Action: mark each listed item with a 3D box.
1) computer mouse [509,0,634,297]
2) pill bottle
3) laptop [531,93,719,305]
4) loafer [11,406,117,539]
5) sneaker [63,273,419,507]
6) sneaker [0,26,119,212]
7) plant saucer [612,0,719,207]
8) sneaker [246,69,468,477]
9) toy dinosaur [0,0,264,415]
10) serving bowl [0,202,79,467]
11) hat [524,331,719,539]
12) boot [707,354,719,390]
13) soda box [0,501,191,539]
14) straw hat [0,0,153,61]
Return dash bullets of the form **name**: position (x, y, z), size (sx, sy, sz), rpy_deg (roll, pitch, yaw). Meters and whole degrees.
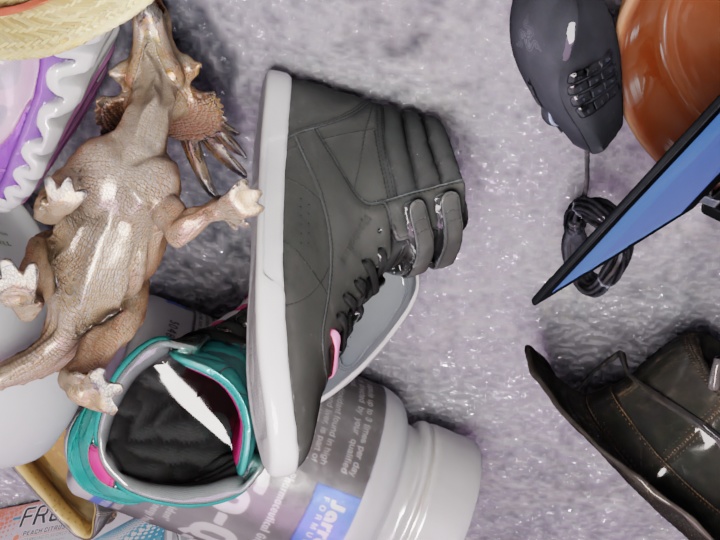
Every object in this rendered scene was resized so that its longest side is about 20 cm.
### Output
- **computer mouse**: position (0.091, -0.054, 0.966), size (0.059, 0.034, 0.200), rpy_deg (39, 155, 38)
- **pill bottle**: position (-0.044, 0.100, 1.143), size (0.200, 0.114, 0.114), rpy_deg (22, 140, -10)
- **laptop**: position (0.204, -0.030, 0.882), size (0.200, 0.103, 0.177), rpy_deg (25, 140, -13)
- **loafer**: position (-0.185, 0.067, 1.177), size (0.073, 0.072, 0.200), rpy_deg (-17, 131, 33)
- **sneaker**: position (-0.052, 0.046, 1.019), size (0.200, 0.121, 0.084), rpy_deg (-35, 97, -5)
- **sneaker**: position (-0.154, -0.113, 0.963), size (0.088, 0.081, 0.200), rpy_deg (23, 134, -3)
- **plant saucer**: position (0.207, -0.092, 0.914), size (0.200, 0.032, 0.201), rpy_deg (9, 140, 7)
- **sneaker**: position (0.000, 0.000, 0.960), size (0.099, 0.201, 0.071), rpy_deg (5, 148, -6)
- **toy dinosaur**: position (-0.111, -0.016, 0.958), size (0.086, 0.136, 0.200), rpy_deg (31, 100, -11)
- **serving bowl**: position (-0.200, -0.005, 1.021), size (0.200, 0.200, 0.066), rpy_deg (36, 112, -24)
- **hat**: position (0.167, 0.079, 1.065), size (0.201, 0.201, 0.081), rpy_deg (40, 95, -28)
- **boot**: position (0.257, 0.060, 0.970), size (0.199, 0.174, 0.069), rpy_deg (8, 95, 10)
- **soda box**: position (-0.158, 0.176, 1.298), size (0.200, 0.069, 0.064), rpy_deg (-15, 133, 31)
- **straw hat**: position (-0.140, -0.191, 0.844), size (0.200, 0.085, 0.202), rpy_deg (-12, 124, -19)
